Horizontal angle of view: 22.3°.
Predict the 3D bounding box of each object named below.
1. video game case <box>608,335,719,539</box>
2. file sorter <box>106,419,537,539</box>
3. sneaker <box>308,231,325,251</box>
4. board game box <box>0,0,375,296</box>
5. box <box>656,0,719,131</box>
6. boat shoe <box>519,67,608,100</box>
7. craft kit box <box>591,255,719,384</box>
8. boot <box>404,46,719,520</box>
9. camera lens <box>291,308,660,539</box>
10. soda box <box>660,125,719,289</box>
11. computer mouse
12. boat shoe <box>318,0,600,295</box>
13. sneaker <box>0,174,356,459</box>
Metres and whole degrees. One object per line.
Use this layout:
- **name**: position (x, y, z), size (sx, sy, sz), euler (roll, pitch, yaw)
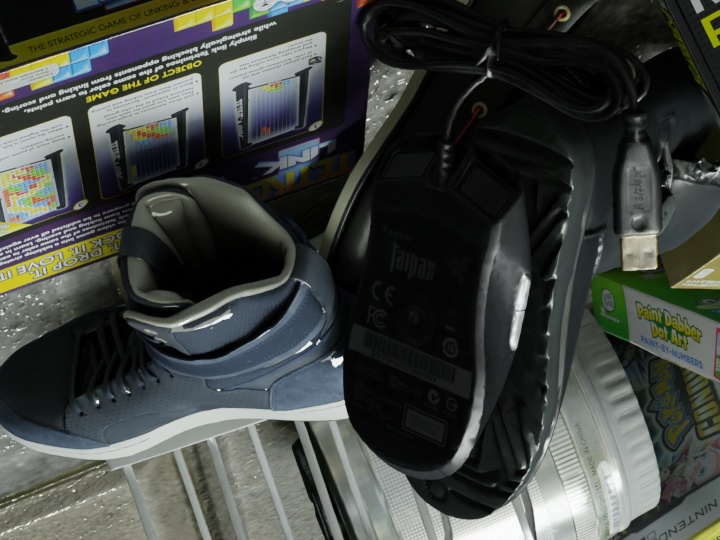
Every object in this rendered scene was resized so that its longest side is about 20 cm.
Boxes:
- **video game case**: position (0.190, 0.116, 1.213), size (0.025, 0.201, 0.180), euler (33, 121, -31)
- **file sorter**: position (-0.015, 0.109, 0.979), size (0.198, 0.126, 0.139), euler (-18, -177, 5)
- **sneaker**: position (0.000, 0.000, 0.983), size (0.199, 0.074, 0.118), euler (-20, 180, -42)
- **board game box**: position (-0.094, -0.074, 0.760), size (0.198, 0.057, 0.166), euler (-19, 155, -13)
- **box**: position (0.216, -0.158, 0.773), size (0.199, 0.161, 0.044), euler (-28, -164, 6)
- **boat shoe**: position (0.115, -0.079, 0.932), size (0.066, 0.072, 0.201), euler (-53, 140, -7)
- **craft kit box**: position (0.276, 0.014, 1.126), size (0.198, 0.049, 0.197), euler (-15, -166, -20)
- **boot**: position (0.102, 0.003, 0.835), size (0.167, 0.076, 0.202), euler (-19, 127, -50)
- **camera lens**: position (0.067, 0.119, 1.138), size (0.198, 0.161, 0.160), euler (-22, 154, -6)
- **soda box**: position (0.241, -0.031, 0.950), size (0.198, 0.065, 0.068), euler (1, 153, -37)
- **computer mouse**: position (0.061, -0.007, 0.726), size (0.046, 0.139, 0.202), euler (-16, 115, -50)
- **boat shoe**: position (0.040, -0.057, 0.824), size (0.202, 0.063, 0.074), euler (-60, 173, 20)
- **sneaker**: position (-0.099, 0.022, 0.796), size (0.200, 0.078, 0.146), euler (-11, 154, 18)
